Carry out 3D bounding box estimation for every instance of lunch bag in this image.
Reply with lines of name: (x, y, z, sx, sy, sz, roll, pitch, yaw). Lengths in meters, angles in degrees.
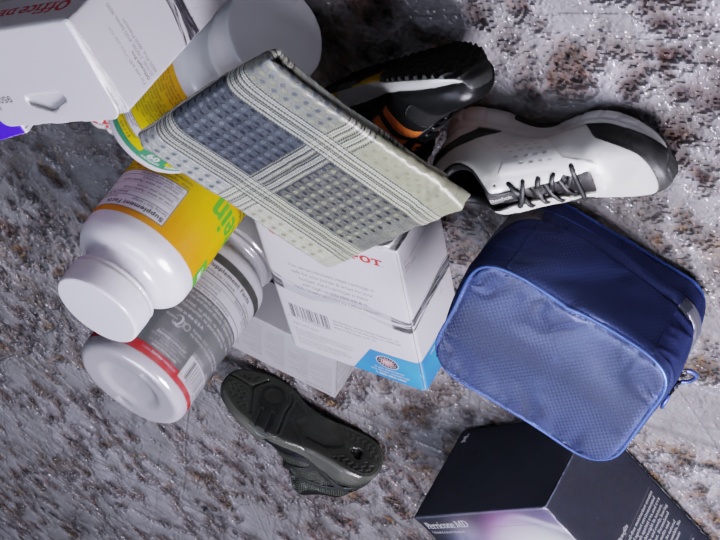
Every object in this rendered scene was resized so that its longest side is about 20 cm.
lunch bag: (0.175, 0.041, 1.195, 0.199, 0.132, 0.136, 32, 134, 4)

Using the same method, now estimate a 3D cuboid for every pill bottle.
pill bottle: (-0.179, -0.037, 1.348, 0.111, 0.200, 0.111, 24, 149, 16)
pill bottle: (-0.164, 0.035, 1.436, 0.113, 0.200, 0.114, 24, 149, 16)
pill bottle: (-0.116, -0.155, 1.206, 0.113, 0.113, 0.200, 44, 148, -17)

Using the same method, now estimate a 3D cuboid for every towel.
towel: (-0.043, -0.082, 1.144, 0.200, 0.035, 0.192, 34, 147, -24)

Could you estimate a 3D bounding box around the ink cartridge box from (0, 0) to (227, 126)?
ink cartridge box: (-0.182, -0.202, 1.109, 0.144, 0.200, 0.084, 0, 133, 40)

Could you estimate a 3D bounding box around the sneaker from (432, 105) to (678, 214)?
sneaker: (0.139, -0.070, 1.119, 0.199, 0.080, 0.074, 5, 138, 38)

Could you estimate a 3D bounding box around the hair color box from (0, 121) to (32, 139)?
hair color box: (-0.269, -0.206, 1.189, 0.065, 0.201, 0.109, -11, 130, 33)

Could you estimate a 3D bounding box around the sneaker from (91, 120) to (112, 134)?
sneaker: (-0.244, -0.165, 1.299, 0.107, 0.068, 0.201, 23, 180, 18)

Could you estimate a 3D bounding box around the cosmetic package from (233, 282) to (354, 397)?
cosmetic package: (-0.100, 0.050, 1.545, 0.199, 0.051, 0.083, 26, 147, 14)

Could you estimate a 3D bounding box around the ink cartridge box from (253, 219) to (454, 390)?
ink cartridge box: (0.000, 0.000, 1.343, 0.146, 0.086, 0.201, 18, 145, 24)

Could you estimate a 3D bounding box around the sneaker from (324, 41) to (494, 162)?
sneaker: (0.041, -0.112, 1.140, 0.200, 0.070, 0.090, -3, 115, 54)

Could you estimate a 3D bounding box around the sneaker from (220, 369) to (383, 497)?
sneaker: (-0.079, 0.192, 1.702, 0.199, 0.076, 0.114, 30, 144, -4)

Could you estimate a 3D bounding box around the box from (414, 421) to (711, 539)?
box: (0.196, 0.255, 1.485, 0.198, 0.123, 0.200, 47, 147, -18)
